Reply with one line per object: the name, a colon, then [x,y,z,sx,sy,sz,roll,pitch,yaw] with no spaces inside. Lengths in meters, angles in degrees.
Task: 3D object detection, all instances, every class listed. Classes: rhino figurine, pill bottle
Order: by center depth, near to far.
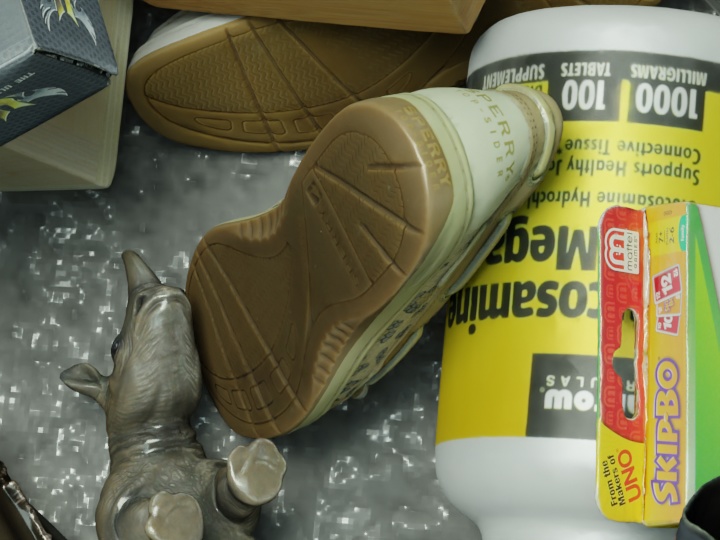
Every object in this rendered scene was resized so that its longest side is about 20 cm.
pill bottle: [0.083,0.024,0.862,0.112,0.112,0.201,3,79,9]
rhino figurine: [-0.058,0.088,0.890,0.059,0.087,0.201,-10,75,-22]

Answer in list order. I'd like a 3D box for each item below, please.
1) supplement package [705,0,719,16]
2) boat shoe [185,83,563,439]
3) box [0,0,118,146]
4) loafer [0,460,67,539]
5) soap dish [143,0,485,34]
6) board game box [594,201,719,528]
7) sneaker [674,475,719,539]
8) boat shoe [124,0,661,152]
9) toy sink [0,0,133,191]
supplement package: [0.181,-0.171,0.837,0.111,0.156,0.201,20,77,50]
boat shoe: [0.000,0.000,0.858,0.062,0.200,0.074,-19,80,-30]
box: [-0.186,-0.090,0.832,0.199,0.051,0.158,-27,71,22]
loafer: [-0.148,0.091,0.907,0.073,0.071,0.200,-36,76,1]
soap dish: [0.002,-0.168,0.884,0.157,0.081,0.201,7,57,32]
board game box: [0.156,0.035,0.828,0.199,0.030,0.096,6,80,-31]
sneaker: [0.098,0.109,0.765,0.200,0.075,0.085,-32,105,26]
boat shoe: [0.012,-0.100,0.928,0.199,0.071,0.070,-16,50,13]
toy sink: [-0.156,-0.135,0.914,0.130,0.112,0.201,0,79,28]
